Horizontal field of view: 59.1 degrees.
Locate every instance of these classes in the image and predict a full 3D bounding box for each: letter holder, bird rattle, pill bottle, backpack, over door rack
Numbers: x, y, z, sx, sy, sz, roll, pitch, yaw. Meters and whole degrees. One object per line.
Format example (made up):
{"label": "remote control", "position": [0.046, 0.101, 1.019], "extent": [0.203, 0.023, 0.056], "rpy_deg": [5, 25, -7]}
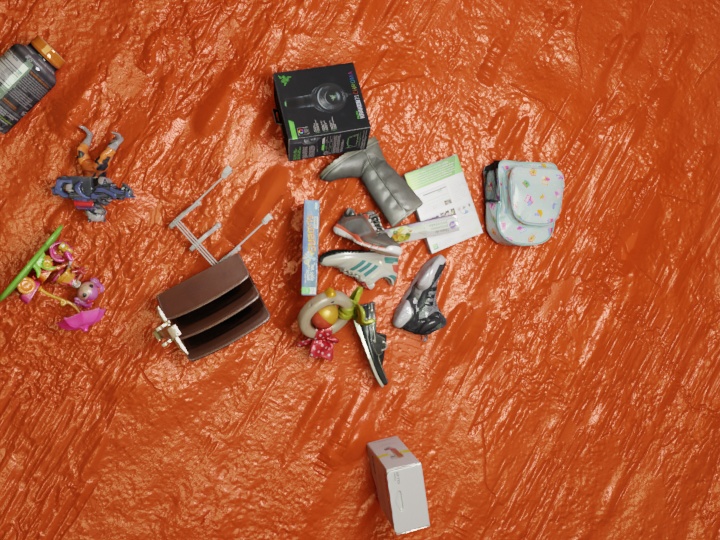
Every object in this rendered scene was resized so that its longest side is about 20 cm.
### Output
{"label": "letter holder", "position": [-0.311, 0.082, 1.363], "extent": [0.198, 0.143, 0.101], "rpy_deg": [-28, 140, -9]}
{"label": "bird rattle", "position": [-0.075, 0.104, 1.410], "extent": [0.198, 0.114, 0.163], "rpy_deg": [-33, 141, 15]}
{"label": "pill bottle", "position": [-0.702, -0.387, 1.303], "extent": [0.106, 0.106, 0.200], "rpy_deg": [44, 83, -9]}
{"label": "backpack", "position": [0.386, -0.156, 1.509], "extent": [0.173, 0.153, 0.204], "rpy_deg": [1, 98, -16]}
{"label": "over door rack", "position": [-0.303, -0.111, 1.403], "extent": [0.199, 0.067, 0.148], "rpy_deg": [-40, 99, 14]}

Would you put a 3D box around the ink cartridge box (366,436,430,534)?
{"label": "ink cartridge box", "position": [0.083, 0.481, 1.440], "extent": [0.082, 0.200, 0.148], "rpy_deg": [-10, 94, -11]}

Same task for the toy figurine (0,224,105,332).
{"label": "toy figurine", "position": [-0.620, 0.038, 1.342], "extent": [0.184, 0.149, 0.202], "rpy_deg": [41, 59, -23]}

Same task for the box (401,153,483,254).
{"label": "box", "position": [0.198, -0.159, 1.527], "extent": [0.142, 0.036, 0.203], "rpy_deg": [-21, 97, -10]}

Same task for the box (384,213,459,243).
{"label": "box", "position": [0.131, -0.093, 1.485], "extent": [0.196, 0.041, 0.039], "rpy_deg": [-12, 97, 5]}

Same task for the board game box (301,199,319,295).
{"label": "board game box", "position": [-0.111, -0.050, 1.416], "extent": [0.034, 0.135, 0.204], "rpy_deg": [2, 92, -3]}

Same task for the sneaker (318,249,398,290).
{"label": "sneaker", "position": [0.000, 0.000, 1.466], "extent": [0.196, 0.070, 0.095], "rpy_deg": [-1, 96, -23]}

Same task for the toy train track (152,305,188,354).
{"label": "toy train track", "position": [-0.414, 0.135, 1.329], "extent": [0.032, 0.199, 0.116], "rpy_deg": [-34, 99, -26]}

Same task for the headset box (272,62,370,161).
{"label": "headset box", "position": [-0.095, -0.350, 1.405], "extent": [0.196, 0.093, 0.177], "rpy_deg": [-10, 71, -10]}

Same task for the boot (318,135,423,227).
{"label": "boot", "position": [0.025, -0.187, 1.466], "extent": [0.180, 0.073, 0.202], "rpy_deg": [-32, 95, -8]}

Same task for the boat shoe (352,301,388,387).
{"label": "boat shoe", "position": [0.035, 0.174, 1.486], "extent": [0.067, 0.072, 0.203], "rpy_deg": [-17, 93, -6]}

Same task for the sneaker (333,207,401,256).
{"label": "sneaker", "position": [0.019, -0.093, 1.417], "extent": [0.077, 0.199, 0.083], "rpy_deg": [22, 93, -52]}

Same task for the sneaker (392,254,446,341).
{"label": "sneaker", "position": [0.168, 0.069, 1.511], "extent": [0.113, 0.075, 0.202], "rpy_deg": [32, 91, -11]}

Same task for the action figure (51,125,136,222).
{"label": "action figure", "position": [-0.539, -0.195, 1.346], "extent": [0.197, 0.104, 0.197], "rpy_deg": [13, 95, 14]}
